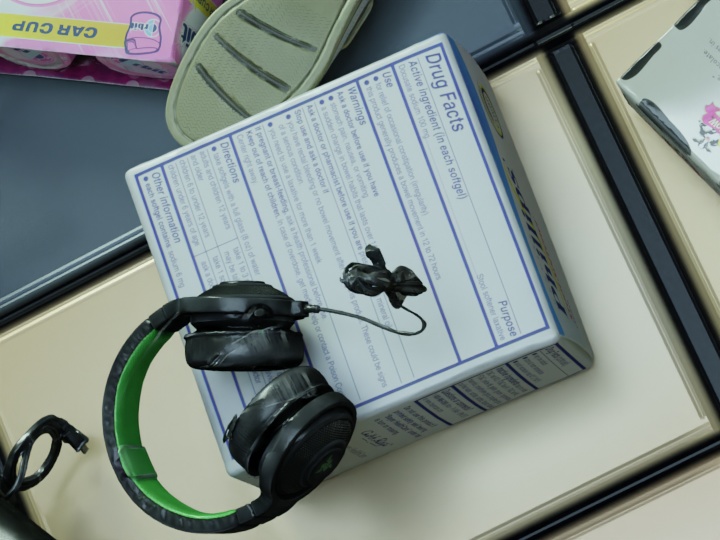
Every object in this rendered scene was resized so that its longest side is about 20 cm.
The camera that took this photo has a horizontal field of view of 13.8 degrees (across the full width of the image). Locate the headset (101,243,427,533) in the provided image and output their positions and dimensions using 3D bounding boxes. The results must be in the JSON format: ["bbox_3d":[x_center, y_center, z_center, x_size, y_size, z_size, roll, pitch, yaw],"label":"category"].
[{"bbox_3d":[-0.053,0.055,1.522,0.200,0.094,0.124,-33,72,20],"label":"headset"}]

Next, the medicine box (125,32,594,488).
[{"bbox_3d":[0.000,0.000,1.622,0.199,0.103,0.183,-23,74,9],"label":"medicine box"}]

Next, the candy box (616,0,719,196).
[{"bbox_3d":[0.257,-0.119,1.599,0.200,0.061,0.136,-44,72,2],"label":"candy box"}]

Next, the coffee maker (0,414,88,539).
[{"bbox_3d":[-0.154,0.199,1.592,0.199,0.135,0.193,28,90,28],"label":"coffee maker"}]

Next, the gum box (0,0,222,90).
[{"bbox_3d":[-0.181,-0.175,1.725,0.199,0.066,0.114,7,79,17],"label":"gum box"}]

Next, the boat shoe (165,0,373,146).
[{"bbox_3d":[-0.032,-0.143,1.678,0.075,0.068,0.200,38,89,11],"label":"boat shoe"}]
